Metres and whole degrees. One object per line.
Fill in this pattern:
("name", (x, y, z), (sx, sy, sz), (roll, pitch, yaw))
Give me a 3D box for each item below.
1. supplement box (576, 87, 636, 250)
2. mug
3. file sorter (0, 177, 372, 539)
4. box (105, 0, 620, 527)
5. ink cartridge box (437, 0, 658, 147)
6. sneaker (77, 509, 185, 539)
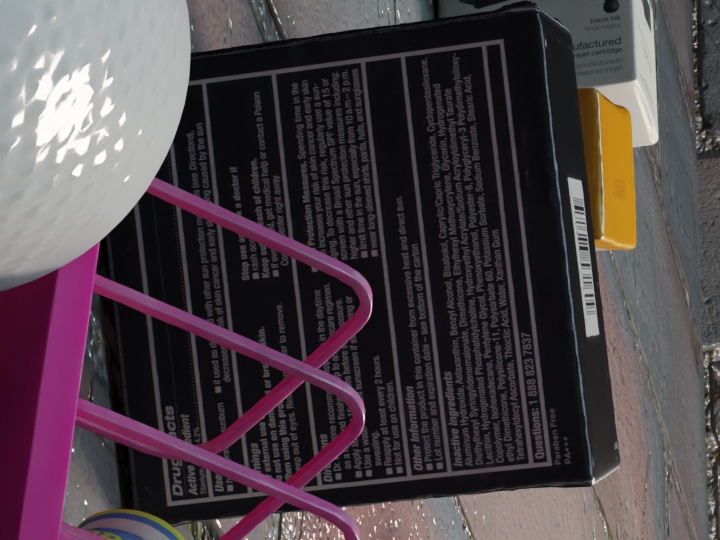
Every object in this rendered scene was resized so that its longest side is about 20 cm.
("supplement box", (0.026, -0.043, 1.381), (0.126, 0.198, 0.074), (6, 81, -78))
("mug", (-0.137, -0.050, 0.776), (0.175, 0.147, 0.201), (56, 51, -81))
("file sorter", (-0.076, 0.088, 0.900), (0.125, 0.139, 0.201), (23, 47, -23))
("box", (0.000, 0.000, 1.250), (0.123, 0.197, 0.202), (3, 81, -79))
("ink cartridge box", (0.131, -0.184, 2.046), (0.083, 0.145, 0.201), (62, 23, -55))
("sneaker", (-0.093, 0.191, 1.044), (0.082, 0.073, 0.202), (-11, 91, -70))
